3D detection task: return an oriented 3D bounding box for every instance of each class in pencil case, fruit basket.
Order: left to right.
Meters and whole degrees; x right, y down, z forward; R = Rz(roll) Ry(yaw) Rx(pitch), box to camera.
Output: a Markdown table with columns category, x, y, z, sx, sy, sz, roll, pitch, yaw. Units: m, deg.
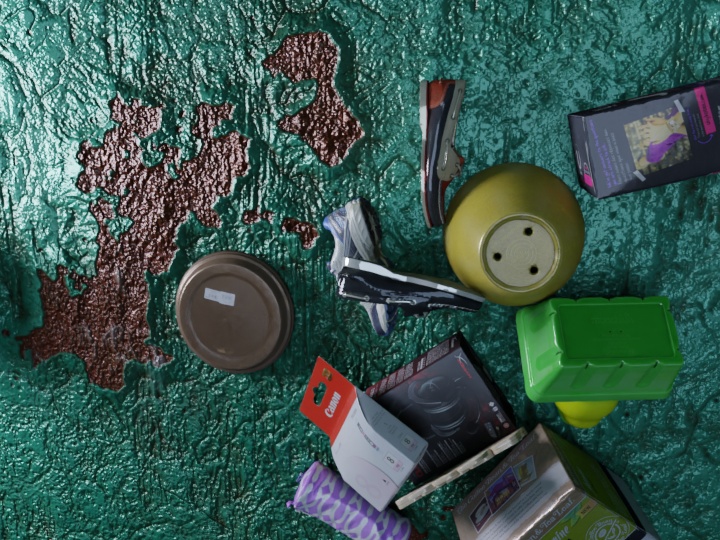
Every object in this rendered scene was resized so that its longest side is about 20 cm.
| category | x | y | z | sx | sy | sz | roll | pitch | yaw |
| --- | --- | --- | --- | --- | --- | --- | --- | --- | --- |
| pencil case | -0.017 | 0.385 | 1.008 | 0.199 | 0.084 | 0.086 | 31 | 72 | 3 |
| fruit basket | 0.317 | 0.126 | 0.878 | 0.213 | 0.216 | 0.157 | -7 | 65 | 11 |

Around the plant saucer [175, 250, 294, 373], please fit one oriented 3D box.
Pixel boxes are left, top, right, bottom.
| category | x | y | z | sx | sy | sz | roll | pitch | yaw |
| --- | --- | --- | --- | --- | --- | --- | --- | --- | --- |
| plant saucer | -0.201 | 0.070 | 0.997 | 0.197 | 0.029 | 0.203 | 2 | 103 | 10 |

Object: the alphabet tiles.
| category | x | y | z | sx | sy | sz | roll | pitch | yaw |
| --- | --- | --- | --- | --- | --- | --- | --- | --- | --- |
| alphabet tiles | 0.145 | 0.280 | 0.904 | 0.199 | 0.195 | 0.015 | -35 | 73 | 15 |

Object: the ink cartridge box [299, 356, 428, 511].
| category | x | y | z | sx | sy | sz | roll | pitch | yaw |
| --- | --- | --- | --- | --- | --- | --- | --- | --- | --- |
| ink cartridge box | -0.013 | 0.244 | 0.936 | 0.199 | 0.057 | 0.163 | 33 | 137 | 11 |

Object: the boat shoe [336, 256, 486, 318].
| category | x | y | z | sx | sy | sz | roll | pitch | yaw |
| --- | --- | --- | --- | --- | --- | --- | --- | --- | --- |
| boat shoe | 0.065 | 0.032 | 0.849 | 0.198 | 0.076 | 0.061 | 15 | 95 | 13 |

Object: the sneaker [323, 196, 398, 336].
| category | x | y | z | sx | sy | sz | roll | pitch | yaw |
| --- | --- | --- | --- | --- | --- | --- | --- | --- | --- |
| sneaker | 0.000 | 0.000 | 0.931 | 0.084 | 0.077 | 0.203 | -14 | 93 | 23 |

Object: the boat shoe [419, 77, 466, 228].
| category | x | y | z | sx | sy | sz | roll | pitch | yaw |
| --- | --- | --- | --- | --- | --- | --- | --- | --- | --- |
| boat shoe | 0.112 | -0.159 | 0.870 | 0.062 | 0.071 | 0.203 | 0 | 99 | 7 |

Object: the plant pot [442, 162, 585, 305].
| category | x | y | z | sx | sy | sz | roll | pitch | yaw |
| --- | --- | --- | --- | --- | --- | --- | --- | --- | --- |
| plant pot | 0.205 | -0.036 | 0.843 | 0.197 | 0.142 | 0.203 | 2 | 104 | 10 |

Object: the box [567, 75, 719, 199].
| category | x | y | z | sx | sy | sz | roll | pitch | yaw |
| --- | --- | --- | --- | --- | --- | --- | --- | --- | --- |
| box | 0.374 | -0.167 | 0.793 | 0.197 | 0.122 | 0.107 | -12 | 102 | 13 |

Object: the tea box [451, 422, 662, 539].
| category | x | y | z | sx | sy | sz | roll | pitch | yaw |
| --- | --- | --- | --- | --- | --- | --- | --- | --- | --- |
| tea box | 0.273 | 0.365 | 0.904 | 0.196 | 0.134 | 0.201 | 34 | 107 | -18 |

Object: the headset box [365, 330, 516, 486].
| category | x | y | z | sx | sy | sz | roll | pitch | yaw |
| --- | --- | --- | --- | --- | --- | --- | --- | --- | --- |
| headset box | 0.107 | 0.211 | 0.951 | 0.199 | 0.077 | 0.150 | -33 | 96 | 14 |
